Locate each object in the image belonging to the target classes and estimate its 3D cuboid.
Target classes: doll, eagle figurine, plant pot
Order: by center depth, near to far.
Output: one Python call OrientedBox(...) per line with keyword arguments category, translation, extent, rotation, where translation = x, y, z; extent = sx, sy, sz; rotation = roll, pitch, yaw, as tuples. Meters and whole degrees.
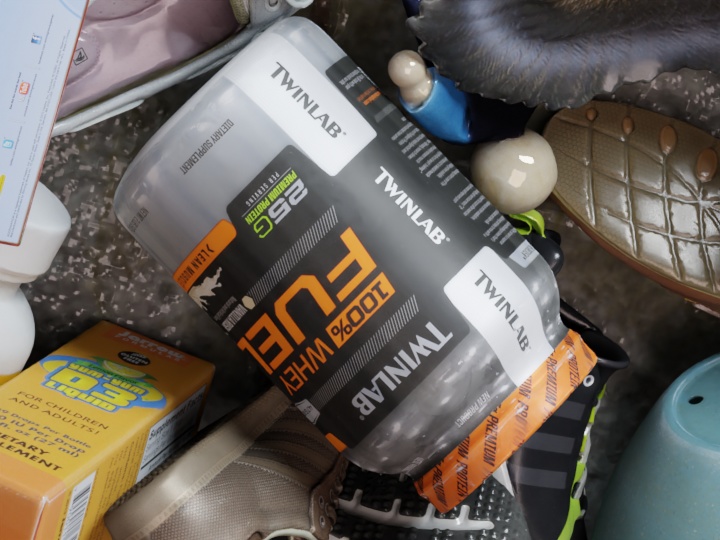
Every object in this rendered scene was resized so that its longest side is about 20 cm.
OrientedBox(category="eagle figurine", translation=(0.137, -0.141, 1.144), extent=(0.199, 0.152, 0.151), rotation=(13, 141, 24))
OrientedBox(category="doll", translation=(0.052, -0.120, 1.209), extent=(0.136, 0.048, 0.201), rotation=(-30, 112, -41))
OrientedBox(category="plant pot", translation=(0.191, 0.114, 1.256), extent=(0.199, 0.200, 0.136), rotation=(-16, 119, -5))

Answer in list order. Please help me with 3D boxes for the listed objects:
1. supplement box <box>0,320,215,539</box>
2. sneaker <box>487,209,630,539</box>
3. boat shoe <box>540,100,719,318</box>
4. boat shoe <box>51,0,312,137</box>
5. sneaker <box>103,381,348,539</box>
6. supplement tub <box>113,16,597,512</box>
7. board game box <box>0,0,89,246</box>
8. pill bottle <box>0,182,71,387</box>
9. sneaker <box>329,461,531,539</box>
OrientedBox(category="supplement box", translation=(-0.130, 0.083, 1.188), extent=(0.066, 0.200, 0.069), rotation=(21, 107, 11))
OrientedBox(category="sneaker", translation=(0.089, 0.066, 1.287), extent=(0.082, 0.072, 0.201), rotation=(-16, 114, 11))
OrientedBox(category="boat shoe", translation=(0.167, -0.010, 1.279), extent=(0.199, 0.068, 0.072), rotation=(27, 70, -3))
OrientedBox(category="boat shoe", translation=(-0.079, -0.115, 1.195), extent=(0.201, 0.065, 0.075), rotation=(-28, 114, 0))
OrientedBox(category="sneaker", translation=(-0.043, 0.098, 1.221), extent=(0.070, 0.200, 0.076), rotation=(-34, 91, 33))
OrientedBox(category="supplement tub", translation=(0.000, 0.000, 1.189), extent=(0.200, 0.123, 0.123), rotation=(45, 98, 2))
OrientedBox(category="board game box", translation=(-0.157, -0.114, 1.096), extent=(0.102, 0.019, 0.201), rotation=(10, 104, -31))
OrientedBox(category="pill bottle", translation=(-0.212, 0.041, 1.205), extent=(0.112, 0.113, 0.201), rotation=(28, 103, -19))
OrientedBox(category="sneaker", translation=(-0.014, 0.130, 1.282), extent=(0.199, 0.074, 0.080), rotation=(1, 125, 21))
